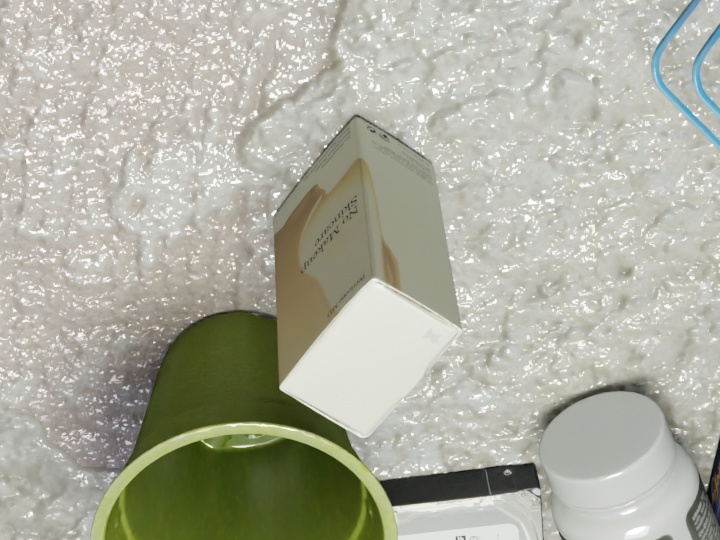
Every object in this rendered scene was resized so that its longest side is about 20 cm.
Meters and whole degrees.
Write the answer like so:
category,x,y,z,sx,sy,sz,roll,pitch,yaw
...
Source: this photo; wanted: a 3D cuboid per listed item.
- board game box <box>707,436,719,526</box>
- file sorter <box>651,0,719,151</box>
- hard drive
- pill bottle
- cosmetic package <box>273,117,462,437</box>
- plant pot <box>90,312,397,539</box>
category,x,y,z,sx,sy,sz,roll,pitch,yaw
board game box,0.372,0.134,1.408,0.199,0.035,0.136,1,122,-5
file sorter,0.293,-0.119,1.126,0.139,0.200,0.123,39,84,-25
hard drive,0.043,0.224,1.439,0.199,0.038,0.140,-6,122,0
pill bottle,0.209,0.194,1.387,0.113,0.114,0.201,-20,121,8
cosmetic package,0.000,0.000,1.197,0.071,0.200,0.105,31,115,-21
plant pot,-0.081,0.128,1.278,0.199,0.190,0.201,-2,123,-3
